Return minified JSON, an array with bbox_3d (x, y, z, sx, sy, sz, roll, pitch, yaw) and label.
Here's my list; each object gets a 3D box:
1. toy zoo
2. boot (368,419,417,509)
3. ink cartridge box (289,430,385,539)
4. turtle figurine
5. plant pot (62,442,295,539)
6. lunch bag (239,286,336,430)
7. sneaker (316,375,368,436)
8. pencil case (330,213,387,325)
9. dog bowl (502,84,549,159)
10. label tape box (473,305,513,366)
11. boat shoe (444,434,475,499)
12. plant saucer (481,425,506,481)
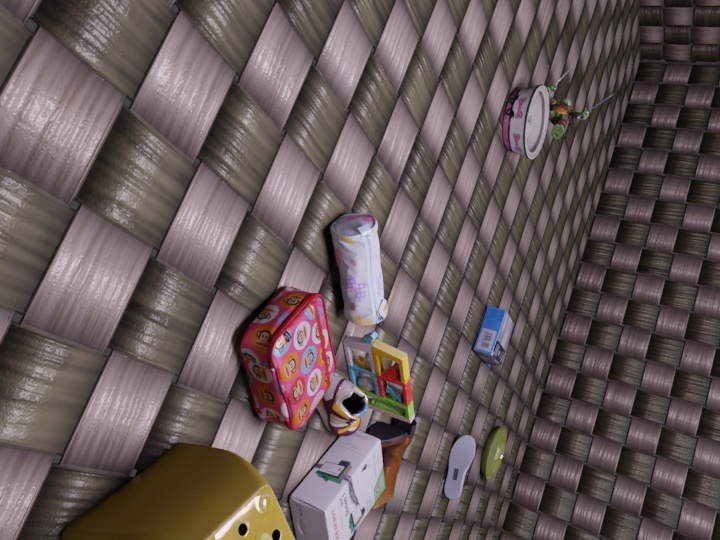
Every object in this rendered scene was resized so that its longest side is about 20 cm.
[{"bbox_3d":[0.035,0.198,1.222,0.020,0.131,0.201,-47,140,-41],"label":"toy zoo"},{"bbox_3d":[0.048,0.438,1.438,0.188,0.068,0.201,1,108,-68],"label":"boot"},{"bbox_3d":[-0.039,0.430,1.235,0.200,0.084,0.147,-43,136,-45],"label":"ink cartridge box"},{"bbox_3d":[0.620,-0.505,1.948,0.144,0.200,0.194,50,56,-14],"label":"turtle figurine"},{"bbox_3d":[-0.186,0.335,0.763,0.195,0.199,0.195,-34,104,-51],"label":"plant pot"},{"bbox_3d":[-0.103,0.131,1.014,0.176,0.082,0.201,-51,144,-44],"label":"lunch bag"},{"bbox_3d":[-0.023,0.262,1.188,0.075,0.090,0.200,-62,147,-25],"label":"sneaker"},{"bbox_3d":[0.000,0.000,1.123,0.083,0.091,0.201,-16,122,-12],"label":"pencil case"},{"bbox_3d":[0.454,-0.411,1.762,0.200,0.073,0.201,-32,129,-51],"label":"dog bowl"},{"bbox_3d":[0.418,0.212,1.963,0.200,0.066,0.144,43,65,-56],"label":"label tape box"},{"bbox_3d":[0.297,0.582,1.910,0.057,0.068,0.201,0,107,-68],"label":"boat shoe"},{"bbox_3d":[0.469,0.642,2.262,0.200,0.031,0.201,-30,127,-51],"label":"plant saucer"}]
